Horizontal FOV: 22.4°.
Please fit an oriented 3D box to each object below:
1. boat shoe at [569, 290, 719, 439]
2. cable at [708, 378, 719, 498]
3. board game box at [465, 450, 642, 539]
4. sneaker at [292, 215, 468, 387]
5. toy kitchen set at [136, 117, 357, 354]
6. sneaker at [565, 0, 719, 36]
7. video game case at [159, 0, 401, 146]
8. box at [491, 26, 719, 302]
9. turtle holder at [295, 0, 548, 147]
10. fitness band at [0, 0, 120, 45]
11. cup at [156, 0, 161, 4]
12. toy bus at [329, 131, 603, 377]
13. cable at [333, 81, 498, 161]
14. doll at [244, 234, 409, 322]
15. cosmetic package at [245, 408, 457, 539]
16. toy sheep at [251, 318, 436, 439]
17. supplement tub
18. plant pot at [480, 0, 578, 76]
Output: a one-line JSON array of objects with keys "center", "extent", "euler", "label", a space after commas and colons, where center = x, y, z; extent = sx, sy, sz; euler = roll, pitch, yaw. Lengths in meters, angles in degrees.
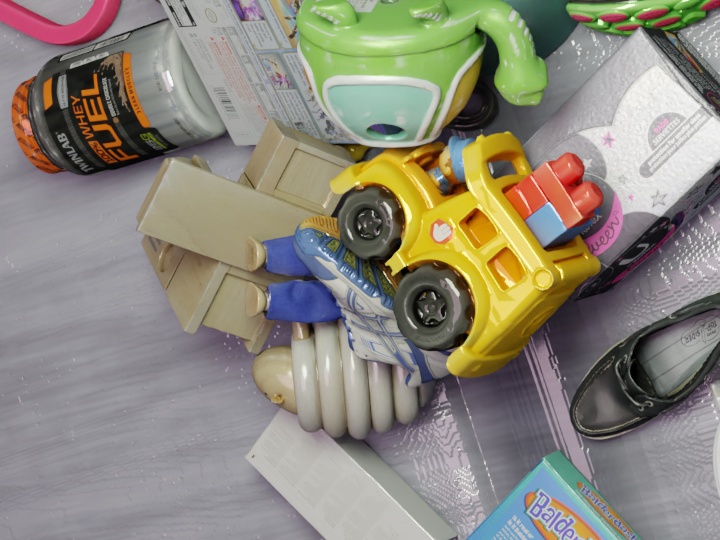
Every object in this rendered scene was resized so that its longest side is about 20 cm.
[{"center": [0.252, 0.085, 1.558], "extent": [0.199, 0.066, 0.075], "euler": [-32, 81, 25], "label": "boat shoe"}, {"center": [0.390, 0.158, 1.494], "extent": [0.199, 0.069, 0.201], "euler": [-14, 88, 27], "label": "cable"}, {"center": [0.159, 0.286, 1.636], "extent": [0.152, 0.045, 0.200], "euler": [48, 113, 15], "label": "board game box"}, {"center": [0.008, 0.035, 1.525], "extent": [0.200, 0.075, 0.088], "euler": [38, 122, -24], "label": "sneaker"}, {"center": [-0.140, -0.069, 1.646], "extent": [0.201, 0.163, 0.181], "euler": [-61, 30, 16], "label": "toy kitchen set"}, {"center": [0.266, -0.255, 1.526], "extent": [0.199, 0.077, 0.084], "euler": [-20, 69, 24], "label": "sneaker"}, {"center": [-0.072, -0.200, 1.595], "extent": [0.180, 0.046, 0.201], "euler": [4, 134, 37], "label": "video game case"}, {"center": [0.223, -0.088, 1.530], "extent": [0.200, 0.115, 0.132], "euler": [-46, 75, 23], "label": "box"}, {"center": [0.043, -0.174, 1.442], "extent": [0.184, 0.141, 0.132], "euler": [-12, 121, -12], "label": "turtle holder"}, {"center": [-0.320, -0.310, 1.828], "extent": [0.199, 0.037, 0.144], "euler": [28, 109, 23], "label": "fitness band"}, {"center": [-0.161, -0.332, 1.684], "extent": [0.199, 0.143, 0.202], "euler": [2, 95, 26], "label": "cup"}, {"center": [0.101, -0.044, 1.463], "extent": [0.192, 0.135, 0.200], "euler": [-43, 75, 29], "label": "toy bus"}, {"center": [0.030, -0.150, 1.675], "extent": [0.199, 0.050, 0.098], "euler": [-12, 72, 15], "label": "cable"}, {"center": [0.000, 0.000, 1.591], "extent": [0.048, 0.199, 0.137], "euler": [177, 94, -71], "label": "doll"}, {"center": [-0.010, 0.211, 1.710], "extent": [0.200, 0.051, 0.083], "euler": [44, 110, 17], "label": "cosmetic package"}, {"center": [0.000, 0.087, 1.654], "extent": [0.199, 0.138, 0.139], "euler": [-5, 93, 4], "label": "toy sheep"}, {"center": [-0.228, -0.163, 1.745], "extent": [0.199, 0.122, 0.123], "euler": [-15, 88, 27], "label": "supplement tub"}, {"center": [0.082, -0.268, 1.558], "extent": [0.199, 0.161, 0.202], "euler": [3, 97, 26], "label": "plant pot"}]
